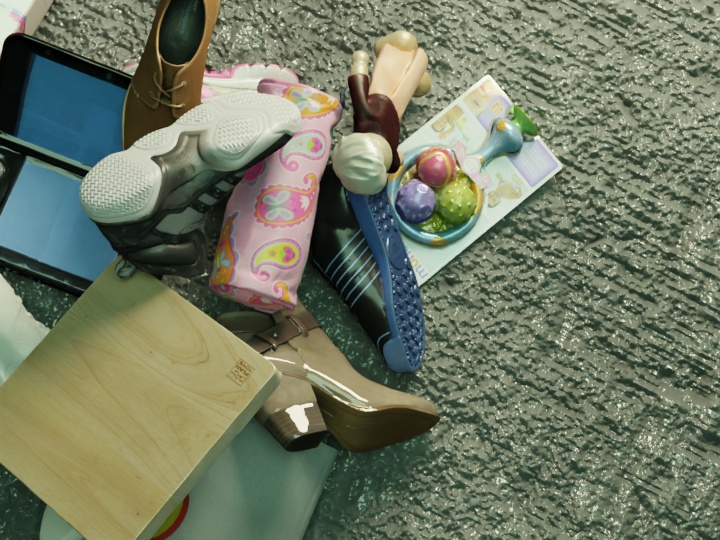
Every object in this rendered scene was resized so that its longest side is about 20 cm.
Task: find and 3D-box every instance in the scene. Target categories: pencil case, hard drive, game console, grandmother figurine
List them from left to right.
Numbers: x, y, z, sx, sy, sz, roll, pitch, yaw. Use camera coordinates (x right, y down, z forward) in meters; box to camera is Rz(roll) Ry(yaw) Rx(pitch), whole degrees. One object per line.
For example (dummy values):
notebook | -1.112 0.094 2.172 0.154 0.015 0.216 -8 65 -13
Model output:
game console | -0.251 -0.081 1.388 0.198 0.119 0.174 21 68 -2
hard drive | -0.119 0.222 1.377 0.139 0.033 0.202 28 78 -22
pencil case | -0.072 -0.066 1.378 0.086 0.087 0.203 14 79 -4
grandmother figurine | 0.018 -0.138 1.400 0.060 0.201 0.122 -18 122 26

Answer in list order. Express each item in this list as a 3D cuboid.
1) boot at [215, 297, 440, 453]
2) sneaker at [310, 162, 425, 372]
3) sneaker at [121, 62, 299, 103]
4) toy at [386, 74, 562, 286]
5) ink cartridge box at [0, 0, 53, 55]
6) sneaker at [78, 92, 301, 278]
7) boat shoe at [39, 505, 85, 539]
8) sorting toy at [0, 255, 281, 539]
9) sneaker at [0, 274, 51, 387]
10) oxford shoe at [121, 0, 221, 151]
boot | -0.034 0.088 1.409 0.198 0.070 0.147 1 49 -41
sneaker | 0.000 0.000 1.438 0.077 0.070 0.203 -14 93 27
sneaker | -0.153 -0.138 1.432 0.197 0.081 0.090 -1 78 -6
toy | 0.083 -0.084 1.468 0.199 0.047 0.116 -39 86 -12
ink cartridge box | -0.350 -0.253 1.437 0.116 0.068 0.201 31 80 -1
sneaker | -0.134 -0.067 1.325 0.198 0.115 0.076 -27 45 -14
boat shoe | -0.203 0.169 1.383 0.068 0.072 0.201 44 68 -35
sorting toy | -0.189 0.122 1.310 0.199 0.070 0.199 33 75 31
sneaker | -0.293 0.066 1.390 0.088 0.075 0.202 -21 94 -16
oxford shoe | -0.165 -0.154 1.332 0.070 0.071 0.203 10 102 -4
